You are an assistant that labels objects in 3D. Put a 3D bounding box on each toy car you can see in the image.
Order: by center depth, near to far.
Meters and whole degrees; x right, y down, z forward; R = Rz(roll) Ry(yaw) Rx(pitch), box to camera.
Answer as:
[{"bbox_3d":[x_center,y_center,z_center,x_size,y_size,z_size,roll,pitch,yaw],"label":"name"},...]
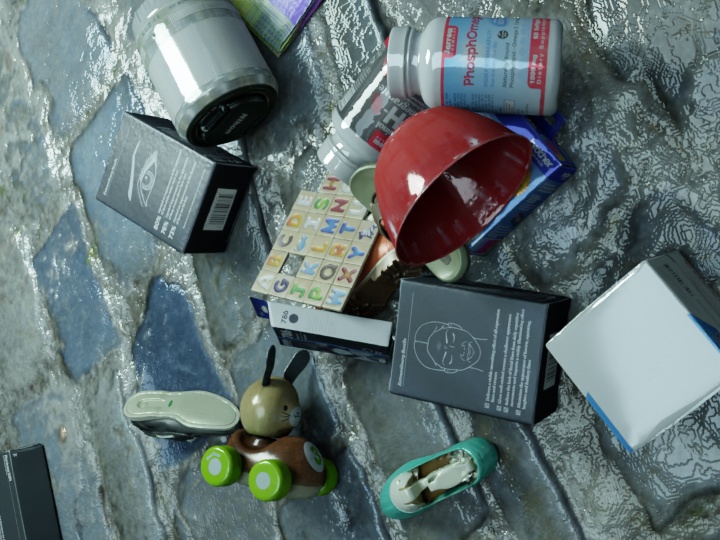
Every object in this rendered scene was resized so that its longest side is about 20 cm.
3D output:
[{"bbox_3d":[-0.112,0.209,1.299,0.156,0.164,0.203,8,85,28],"label":"toy car"}]

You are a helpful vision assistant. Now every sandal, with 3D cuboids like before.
[{"bbox_3d":[0.057,-0.063,1.170,0.201,0.057,0.080,45,133,21],"label":"sandal"}]

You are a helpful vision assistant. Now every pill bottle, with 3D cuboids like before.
[{"bbox_3d":[0.134,-0.241,1.083,0.197,0.109,0.111,4,94,10],"label":"pill bottle"},{"bbox_3d":[0.031,-0.210,1.224,0.111,0.110,0.201,46,111,19],"label":"pill bottle"}]

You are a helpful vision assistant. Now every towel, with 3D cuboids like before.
[{"bbox_3d":[-0.108,-0.432,1.342,0.144,0.023,0.201,46,111,19],"label":"towel"}]

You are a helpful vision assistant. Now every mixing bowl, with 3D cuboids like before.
[{"bbox_3d":[0.089,-0.113,1.069,0.201,0.199,0.109,-50,64,20],"label":"mixing bowl"}]

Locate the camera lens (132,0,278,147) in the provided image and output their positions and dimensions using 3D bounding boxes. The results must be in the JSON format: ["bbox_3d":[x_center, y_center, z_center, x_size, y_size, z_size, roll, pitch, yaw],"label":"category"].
[{"bbox_3d":[-0.222,-0.293,1.331,0.159,0.159,0.202,-35,76,25],"label":"camera lens"}]

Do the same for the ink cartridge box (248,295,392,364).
[{"bbox_3d":[-0.055,0.082,1.249,0.197,0.100,0.040,11,72,6],"label":"ink cartridge box"}]

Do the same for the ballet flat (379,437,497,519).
[{"bbox_3d":[0.091,0.280,1.232,0.199,0.070,0.068,-34,77,26],"label":"ballet flat"}]

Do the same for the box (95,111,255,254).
[{"bbox_3d":[-0.282,-0.133,1.401,0.199,0.104,0.150,31,106,24],"label":"box"}]

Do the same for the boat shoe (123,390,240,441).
[{"bbox_3d":[-0.271,0.232,1.441,0.197,0.072,0.068,1,129,22],"label":"boat shoe"}]

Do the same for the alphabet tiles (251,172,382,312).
[{"bbox_3d":[-0.048,-0.046,1.266,0.166,0.008,0.202,10,67,38],"label":"alphabet tiles"}]

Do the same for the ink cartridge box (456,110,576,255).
[{"bbox_3d":[0.176,-0.135,1.170,0.200,0.076,0.137,-44,72,21],"label":"ink cartridge box"}]

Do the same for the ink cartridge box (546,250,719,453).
[{"bbox_3d":[0.328,0.083,1.023,0.145,0.199,0.148,-45,72,24],"label":"ink cartridge box"}]

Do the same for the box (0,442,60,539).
[{"bbox_3d":[-0.610,0.417,1.615,0.140,0.079,0.203,-16,84,31],"label":"box"}]

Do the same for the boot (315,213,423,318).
[{"bbox_3d":[0.000,0.000,1.281,0.200,0.075,0.108,-41,53,30],"label":"boot"}]

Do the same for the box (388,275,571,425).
[{"bbox_3d":[0.150,0.095,1.172,0.198,0.107,0.151,10,97,27],"label":"box"}]
